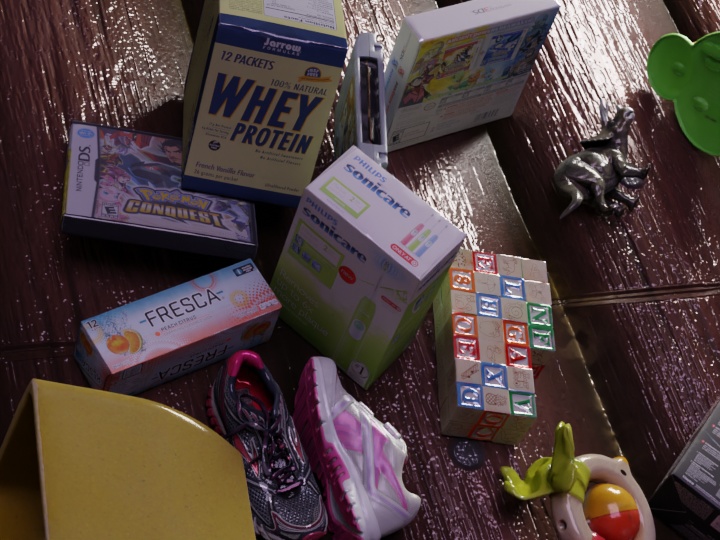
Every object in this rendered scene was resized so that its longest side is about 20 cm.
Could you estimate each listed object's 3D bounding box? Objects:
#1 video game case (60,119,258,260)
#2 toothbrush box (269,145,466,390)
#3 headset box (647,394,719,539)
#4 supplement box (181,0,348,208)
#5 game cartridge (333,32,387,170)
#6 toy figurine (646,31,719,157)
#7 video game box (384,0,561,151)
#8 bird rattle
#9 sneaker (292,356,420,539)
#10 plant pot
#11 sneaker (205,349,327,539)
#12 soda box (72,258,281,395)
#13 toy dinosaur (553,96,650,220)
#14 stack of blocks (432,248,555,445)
[{"bbox_3d":[-0.208,-0.085,1.678,0.198,0.026,0.181,8,35,-13],"label":"video game case"},{"bbox_3d":[0.000,0.000,1.607,0.145,0.201,0.086,39,52,11],"label":"toothbrush box"},{"bbox_3d":[0.410,0.209,1.673,0.148,0.075,0.200,36,52,9],"label":"headset box"},{"bbox_3d":[-0.105,-0.210,1.699,0.133,0.201,0.201,9,35,-12],"label":"supplement box"},{"bbox_3d":[-0.002,-0.141,1.754,0.041,0.134,0.202,8,52,-13],"label":"game cartridge"},{"bbox_3d":[0.488,-0.233,2.022,0.183,0.151,0.200,-8,32,-40],"label":"toy figurine"},{"bbox_3d":[0.113,-0.228,1.827,0.199,0.183,0.047,-19,62,-30],"label":"video game box"},{"bbox_3d":[0.232,0.247,1.574,0.162,0.113,0.201,-2,57,-40],"label":"bird rattle"},{"bbox_3d":[-0.004,0.174,1.560,0.087,0.081,0.202,-9,66,-26],"label":"sneaker"},{"bbox_3d":[-0.200,0.227,1.382,0.198,0.196,0.196,4,53,-24],"label":"plant pot"},{"bbox_3d":[-0.091,0.170,1.530,0.080,0.075,0.201,-16,62,-28],"label":"sneaker"},{"bbox_3d":[-0.180,0.060,1.588,0.199,0.064,0.069,-21,63,-31],"label":"soda box"},{"bbox_3d":[0.269,-0.106,1.874,0.102,0.077,0.200,32,55,22],"label":"toy dinosaur"},{"bbox_3d":[0.141,0.079,1.687,0.114,0.059,0.202,9,52,-13],"label":"stack of blocks"}]
